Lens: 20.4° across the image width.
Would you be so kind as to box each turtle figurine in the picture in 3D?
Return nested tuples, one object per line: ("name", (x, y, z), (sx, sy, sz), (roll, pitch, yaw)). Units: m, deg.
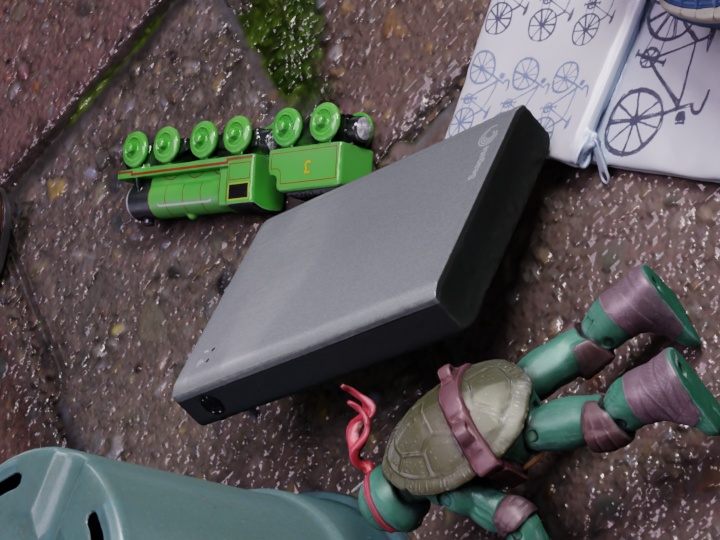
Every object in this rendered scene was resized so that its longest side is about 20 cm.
("turtle figurine", (0.069, 0.085, 0.940), (0.199, 0.100, 0.151), (-34, 51, 20))

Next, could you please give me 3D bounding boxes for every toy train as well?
("toy train", (-0.070, -0.060, 1.177), (0.199, 0.042, 0.057), (-5, 79, 42))

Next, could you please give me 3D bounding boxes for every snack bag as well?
("snack bag", (0.143, -0.137, 1.021), (0.199, 0.021, 0.190), (14, 81, 46))

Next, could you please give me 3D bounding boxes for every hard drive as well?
("hard drive", (0.000, 0.000, 1.034), (0.199, 0.033, 0.140), (-22, 31, 43))

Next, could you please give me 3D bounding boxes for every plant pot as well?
("plant pot", (-0.096, 0.183, 0.976), (0.199, 0.195, 0.202), (-19, 60, 36))

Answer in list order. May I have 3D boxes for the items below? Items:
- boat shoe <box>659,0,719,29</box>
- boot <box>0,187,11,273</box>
("boat shoe", (0.212, -0.131, 0.900), (0.200, 0.072, 0.073), (8, 73, 63))
("boot", (-0.347, -0.009, 1.297), (0.188, 0.199, 0.069), (-42, 47, 21))
